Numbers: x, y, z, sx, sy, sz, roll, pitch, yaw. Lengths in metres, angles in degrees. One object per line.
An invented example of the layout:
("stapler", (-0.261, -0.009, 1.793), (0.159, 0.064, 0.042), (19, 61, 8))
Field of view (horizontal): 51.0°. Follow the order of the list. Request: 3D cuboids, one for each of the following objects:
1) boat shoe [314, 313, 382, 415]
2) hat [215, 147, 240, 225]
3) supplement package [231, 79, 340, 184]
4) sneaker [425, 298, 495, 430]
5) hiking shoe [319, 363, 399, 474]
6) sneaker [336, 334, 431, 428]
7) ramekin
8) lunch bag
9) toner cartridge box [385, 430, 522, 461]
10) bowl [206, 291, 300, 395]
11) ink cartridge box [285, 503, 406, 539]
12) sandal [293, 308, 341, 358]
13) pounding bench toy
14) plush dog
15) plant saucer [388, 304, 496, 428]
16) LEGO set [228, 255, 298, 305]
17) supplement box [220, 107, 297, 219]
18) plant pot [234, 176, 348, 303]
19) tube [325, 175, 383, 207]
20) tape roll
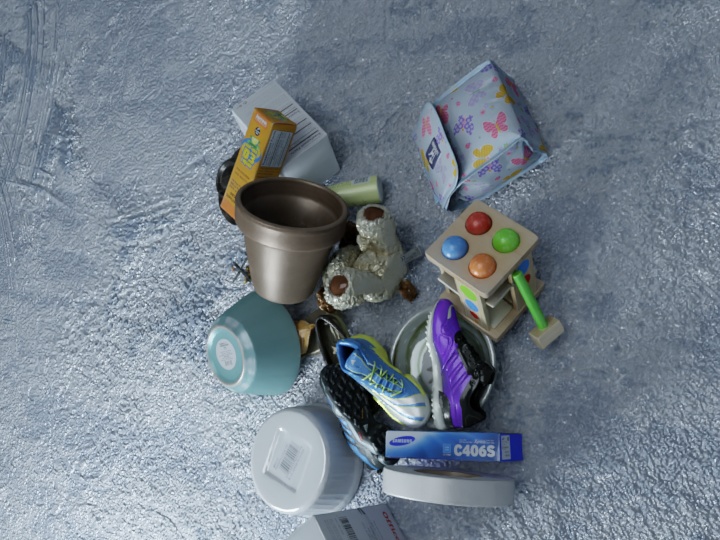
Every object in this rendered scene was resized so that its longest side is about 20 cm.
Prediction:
("boat shoe", (-0.029, 0.168, 1.335), (0.073, 0.065, 0.202), (-37, 74, 14))
("hat", (-0.244, -0.191, 1.568), (0.198, 0.081, 0.205), (-9, 73, 32))
("supplement package", (-0.146, -0.256, 1.479), (0.109, 0.114, 0.200), (-36, 59, -8))
("sneaker", (0.161, 0.143, 1.170), (0.098, 0.069, 0.204), (-8, 82, 30))
("hiking shoe", (-0.015, 0.256, 1.281), (0.201, 0.074, 0.087), (55, 137, 10))
("sneaker", (0.025, 0.180, 1.226), (0.200, 0.104, 0.076), (43, 106, 35))
("ramekin", (-0.102, 0.337, 1.342), (0.198, 0.097, 0.204), (-8, 75, 32))
("lunch bag", (0.184, -0.216, 1.260), (0.199, 0.126, 0.172), (-32, 61, 31))
("toner cartridge box", (0.146, 0.276, 1.190), (0.197, 0.095, 0.044), (-7, 74, 32))
("bowl", (-0.215, 0.149, 1.418), (0.199, 0.104, 0.205), (11, 106, 39))
("ink cartridge box", (-0.006, 0.460, 1.189), (0.084, 0.199, 0.147), (-44, 58, 21))
("sandal", (-0.118, 0.126, 1.427), (0.198, 0.054, 0.082), (-25, 66, 27))
("pounding bench toy", (0.218, 0.014, 1.141), (0.124, 0.157, 0.199), (-44, 55, -14))
("plush dog", (0.000, 0.000, 1.347), (0.170, 0.160, 0.202), (1, 61, 51))
("plant saucer", (0.140, 0.158, 1.248), (0.197, 0.050, 0.204), (-8, 75, 32))
("LEGO set", (-0.162, -0.037, 1.455), (0.153, 0.115, 0.202), (34, 99, 34))
("supplement box", (-0.186, -0.189, 1.371), (0.066, 0.068, 0.202), (38, 115, 33))
("plant pot", (-0.130, -0.044, 1.326), (0.199, 0.198, 0.177), (35, 128, 34))
("tube", (-0.056, -0.136, 1.415), (0.196, 0.058, 0.053), (-8, 51, 13))
("tape roll", (0.131, 0.320, 1.127), (0.200, 0.202, 0.038), (-2, 77, 33))
